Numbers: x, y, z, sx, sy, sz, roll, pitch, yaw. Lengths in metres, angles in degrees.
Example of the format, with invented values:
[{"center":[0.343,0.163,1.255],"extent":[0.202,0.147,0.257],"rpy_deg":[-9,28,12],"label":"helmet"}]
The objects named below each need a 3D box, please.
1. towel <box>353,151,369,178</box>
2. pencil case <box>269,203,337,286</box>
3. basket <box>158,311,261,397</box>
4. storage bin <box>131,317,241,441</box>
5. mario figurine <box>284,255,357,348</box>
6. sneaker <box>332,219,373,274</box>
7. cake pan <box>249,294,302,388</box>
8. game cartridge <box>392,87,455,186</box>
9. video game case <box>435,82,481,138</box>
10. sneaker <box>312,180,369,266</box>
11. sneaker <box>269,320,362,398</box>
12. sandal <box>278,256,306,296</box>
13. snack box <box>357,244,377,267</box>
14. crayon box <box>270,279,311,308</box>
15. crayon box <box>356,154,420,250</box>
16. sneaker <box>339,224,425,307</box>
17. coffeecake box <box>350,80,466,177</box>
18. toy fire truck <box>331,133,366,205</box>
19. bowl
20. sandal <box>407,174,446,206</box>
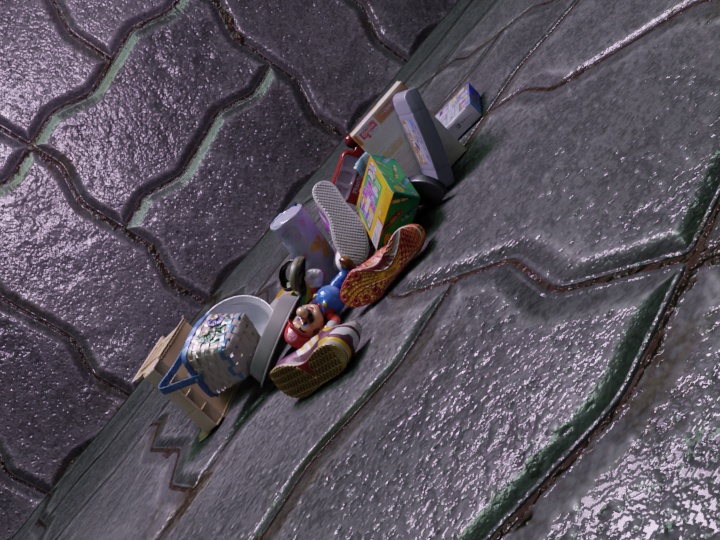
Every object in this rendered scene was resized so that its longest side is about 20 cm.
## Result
[{"center":[0.098,-0.248,1.814],"extent":[0.200,0.147,0.022],"rpy_deg":[-46,-4,6],"label":"towel"},{"center":[-0.112,-0.043,1.787],"extent":[0.090,0.201,0.083],"rpy_deg":[-18,25,46],"label":"pencil case"},{"center":[-0.310,0.173,1.709],"extent":[0.198,0.140,0.177],"rpy_deg":[-24,25,26],"label":"basket"},{"center":[-0.379,0.243,1.840],"extent":[0.093,0.200,0.199],"rpy_deg":[-39,15,25],"label":"storage bin"},{"center":[-0.072,0.061,1.563],"extent":[0.200,0.106,0.123],"rpy_deg":[-49,14,-10],"label":"mario figurine"},{"center":[0.020,-0.078,1.746],"extent":[0.202,0.067,0.108],"rpy_deg":[-53,11,-32],"label":"sneaker"},{"center":[-0.172,0.135,1.660],"extent":[0.200,0.036,0.203],"rpy_deg":[23,-91,-89],"label":"cake pan"},{"center":[0.125,-0.261,1.641],"extent":[0.041,0.202,0.133],"rpy_deg":[-25,11,-1],"label":"game cartridge"},{"center":[0.206,-0.342,1.946],"extent":[0.181,0.045,0.201],"rpy_deg":[-45,13,23],"label":"video game case"},{"center":[-0.033,-0.080,1.703],"extent":[0.072,0.203,0.115],"rpy_deg":[-22,-26,-6],"label":"sneaker"},{"center":[-0.071,0.149,1.394],"extent":[0.199,0.075,0.090],"rpy_deg":[-28,14,42],"label":"sneaker"},{"center":[-0.140,0.009,1.681],"extent":[0.201,0.056,0.081],"rpy_deg":[98,171,-84],"label":"sandal"},{"center":[0.000,0.000,1.677],"extent":[0.200,0.024,0.072],"rpy_deg":[-44,13,20],"label":"snack box"},{"center":[-0.156,0.059,1.972],"extent":[0.201,0.051,0.125],"rpy_deg":[-56,15,-27],"label":"crayon box"},{"center":[0.050,-0.132,1.605],"extent":[0.201,0.057,0.120],"rpy_deg":[-113,35,-59],"label":"crayon box"},{"center":[0.045,-0.003,1.482],"extent":[0.199,0.073,0.077],"rpy_deg":[-41,-8,17],"label":"sneaker"},{"center":[0.099,-0.272,1.744],"extent":[0.154,0.200,0.073],"rpy_deg":[-46,12,6],"label":"coffeecake box"},{"center":[0.029,-0.234,1.881],"extent":[0.112,0.165,0.203],"rpy_deg":[-138,66,-77],"label":"toy fire truck"},{"center":[-0.266,0.164,1.851],"extent":[0.198,0.091,0.204],"rpy_deg":[-8,54,12],"label":"bowl"},{"center":[0.114,-0.162,1.648],"extent":[0.043,0.076,0.200],"rpy_deg":[-57,14,-14],"label":"sandal"}]
